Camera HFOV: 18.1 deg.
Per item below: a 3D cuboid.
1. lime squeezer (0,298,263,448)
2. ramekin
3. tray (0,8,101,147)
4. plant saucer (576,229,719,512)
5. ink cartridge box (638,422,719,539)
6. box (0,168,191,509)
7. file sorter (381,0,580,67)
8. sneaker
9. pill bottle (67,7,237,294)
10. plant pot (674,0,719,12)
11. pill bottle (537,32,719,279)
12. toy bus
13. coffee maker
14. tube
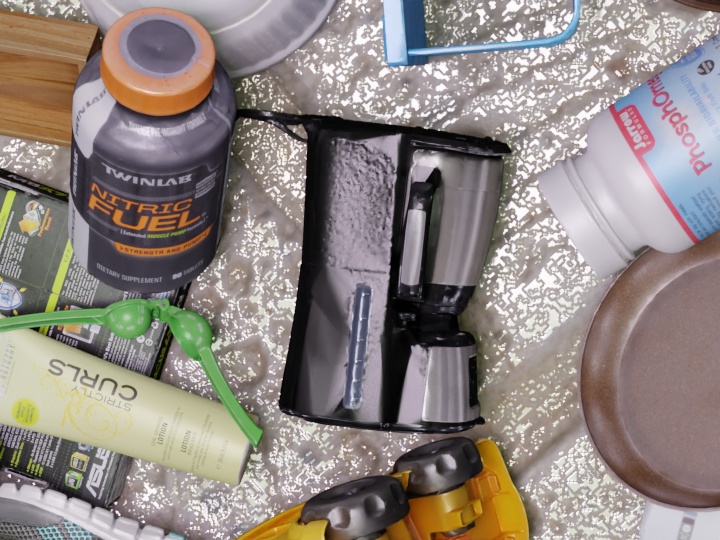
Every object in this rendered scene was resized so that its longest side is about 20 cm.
[{"bbox_3d":[-0.147,0.051,1.539,0.199,0.038,0.071,23,78,5],"label":"lime squeezer"},{"bbox_3d":[-0.108,-0.229,1.512,0.199,0.105,0.201,0,91,6],"label":"ramekin"},{"bbox_3d":[-0.275,-0.142,1.559,0.199,0.099,0.037,10,55,6],"label":"tray"},{"bbox_3d":[0.237,0.064,1.494,0.199,0.032,0.201,-13,64,30],"label":"plant saucer"},{"bbox_3d":[0.262,0.217,1.539,0.161,0.050,0.201,15,94,7],"label":"ink cartridge box"},{"bbox_3d":[-0.233,0.042,1.595,0.192,0.048,0.201,19,98,7],"label":"box"},{"bbox_3d":[0.077,-0.206,1.449,0.122,0.200,0.140,-5,95,6],"label":"file sorter"},{"bbox_3d":[-0.193,0.212,1.576,0.199,0.078,0.092,18,69,8],"label":"sneaker"},{"bbox_3d":[-0.136,-0.081,1.473,0.106,0.200,0.107,4,55,-6],"label":"pill bottle"},{"bbox_3d":[0.237,-0.263,1.421,0.199,0.198,0.201,1,96,9],"label":"plant pot"},{"bbox_3d":[0.220,-0.082,1.485,0.200,0.109,0.109,-33,90,10],"label":"pill bottle"},{"bbox_3d":[-0.007,0.204,1.534,0.191,0.200,0.136,-12,98,43],"label":"toy bus"},{"bbox_3d":[0.000,0.000,1.529,0.191,0.135,0.201,11,96,31],"label":"coffee maker"},{"bbox_3d":[-0.170,0.095,1.548,0.199,0.052,0.058,18,59,3],"label":"tube"}]
